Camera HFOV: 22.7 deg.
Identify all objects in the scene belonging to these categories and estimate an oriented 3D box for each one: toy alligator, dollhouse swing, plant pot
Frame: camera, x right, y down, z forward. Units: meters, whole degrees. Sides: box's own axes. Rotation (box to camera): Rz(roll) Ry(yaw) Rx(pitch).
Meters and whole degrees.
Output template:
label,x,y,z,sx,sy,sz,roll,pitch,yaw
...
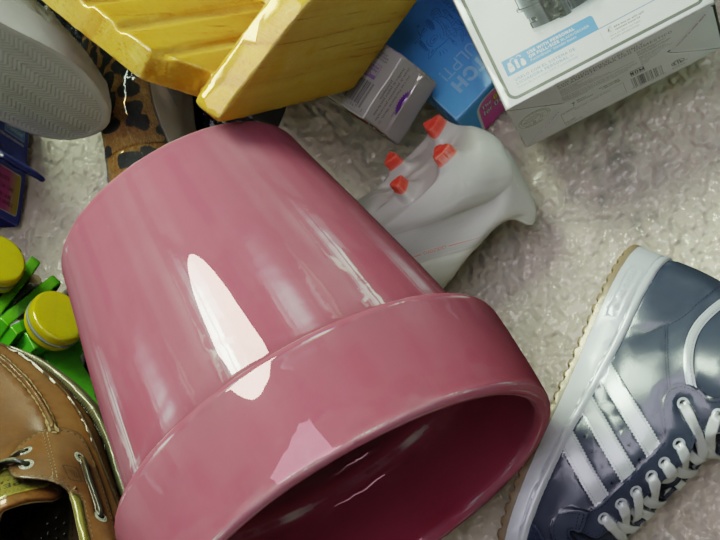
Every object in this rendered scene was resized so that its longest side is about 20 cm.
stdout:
label,x,y,z,sx,sy,sz,roll,pitch,yaw
toy alligator,-0.196,-0.001,0.920,0.200,0.054,0.059,44,129,-1
dollhouse swing,-0.061,-0.206,0.837,0.200,0.181,0.176,39,117,15
plant pot,-0.042,0.041,0.811,0.199,0.200,0.180,-35,68,5

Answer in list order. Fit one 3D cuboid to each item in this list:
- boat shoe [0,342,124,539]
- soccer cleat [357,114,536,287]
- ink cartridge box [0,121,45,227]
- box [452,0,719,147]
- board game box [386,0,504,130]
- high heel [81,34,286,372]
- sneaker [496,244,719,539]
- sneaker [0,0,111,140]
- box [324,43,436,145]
label,x,y,z,sx,sy,sz,roll,pitch,yaw
boat shoe,-0.147,0.106,0.832,0.072,0.068,0.200,-43,62,8
soccer cleat,0.000,0.000,0.929,0.199,0.078,0.070,-34,31,20
ink cartridge box,-0.274,-0.073,0.989,0.198,0.136,0.077,-2,77,16
box,0.087,-0.180,0.905,0.116,0.060,0.201,-25,70,9
board game box,0.075,-0.192,0.967,0.200,0.040,0.153,-46,69,1
high heel,-0.133,-0.043,0.987,0.142,0.071,0.201,26,88,34
sneaker,0.142,0.094,0.857,0.108,0.070,0.201,20,80,22
sneaker,-0.190,-0.157,0.913,0.073,0.200,0.116,-15,57,23
box,-0.043,-0.132,0.961,0.200,0.039,0.042,35,92,36
